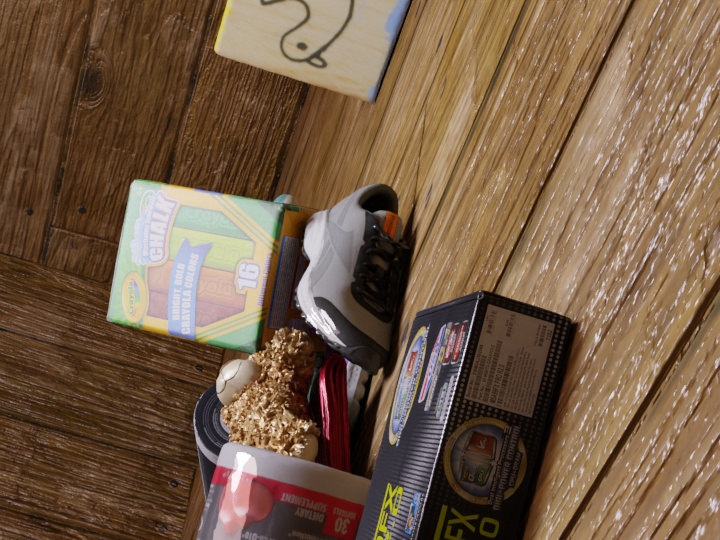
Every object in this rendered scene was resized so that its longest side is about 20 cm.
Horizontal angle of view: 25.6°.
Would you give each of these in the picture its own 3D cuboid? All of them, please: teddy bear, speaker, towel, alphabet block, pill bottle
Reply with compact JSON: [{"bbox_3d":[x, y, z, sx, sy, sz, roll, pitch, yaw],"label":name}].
[{"bbox_3d":[-0.072,0.117,1.170,0.201,0.066,0.146,-95,18,-49],"label":"teddy bear"},{"bbox_3d":[-0.100,0.174,1.386,0.201,0.080,0.082,93,-172,-58],"label":"speaker"},{"bbox_3d":[-0.040,0.169,1.205,0.200,0.022,0.146,115,158,-55],"label":"towel"},{"bbox_3d":[-0.044,-0.348,1.862,0.197,0.198,0.196,-82,10,-52],"label":"alphabet block"},{"bbox_3d":[-0.060,0.217,0.985,0.111,0.110,0.202,141,144,-79],"label":"pill bottle"}]

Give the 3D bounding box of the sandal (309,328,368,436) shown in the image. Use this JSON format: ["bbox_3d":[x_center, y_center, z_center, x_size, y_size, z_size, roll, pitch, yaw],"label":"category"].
[{"bbox_3d":[-0.016,0.052,1.283,0.204,0.049,0.083,-82,10,-46],"label":"sandal"}]

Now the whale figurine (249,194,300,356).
[{"bbox_3d":[-0.081,0.007,1.496,0.201,0.103,0.160,73,-141,-56],"label":"whale figurine"}]

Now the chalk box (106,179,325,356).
[{"bbox_3d":[-0.128,-0.004,1.343,0.124,0.198,0.126,8,-89,-62],"label":"chalk box"}]

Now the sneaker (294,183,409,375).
[{"bbox_3d":[0.000,0.000,1.205,0.079,0.074,0.201,-40,29,23],"label":"sneaker"}]

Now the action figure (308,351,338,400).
[{"bbox_3d":[-0.029,0.050,1.424,0.118,0.054,0.201,117,171,-73],"label":"action figure"}]

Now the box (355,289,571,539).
[{"bbox_3d":[0.033,0.115,0.730,0.160,0.044,0.202,154,132,-81],"label":"box"}]
